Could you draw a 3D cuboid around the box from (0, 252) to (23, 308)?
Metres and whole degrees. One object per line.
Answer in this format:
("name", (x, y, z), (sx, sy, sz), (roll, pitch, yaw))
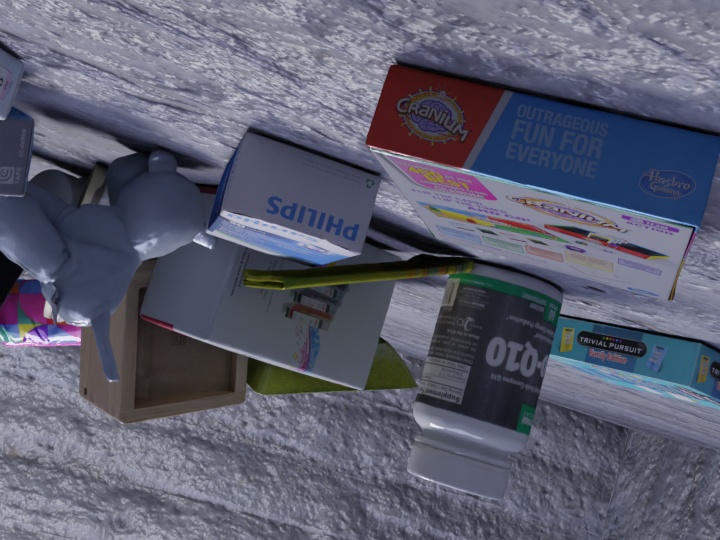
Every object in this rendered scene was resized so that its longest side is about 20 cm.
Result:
("box", (-0.485, -0.033, 1.164), (0.199, 0.107, 0.122), (36, 166, -32))

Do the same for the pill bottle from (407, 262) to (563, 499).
("pill bottle", (0.114, 0.103, 0.992), (0.112, 0.203, 0.113), (15, 174, 2))

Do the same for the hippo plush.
("hippo plush", (-0.222, -0.046, 0.909), (0.160, 0.160, 0.200), (54, 171, -31))

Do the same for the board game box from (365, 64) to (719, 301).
("board game box", (0.098, -0.037, 0.546), (0.151, 0.041, 0.200), (16, 174, 15))

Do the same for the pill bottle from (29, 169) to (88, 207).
("pill bottle", (-0.316, -0.045, 1.287), (0.113, 0.116, 0.199), (13, 172, 33))

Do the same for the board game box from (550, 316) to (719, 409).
("board game box", (0.317, 0.103, 1.149), (0.150, 0.048, 0.199), (23, 172, -40))

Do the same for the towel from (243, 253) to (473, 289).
("towel", (0.000, 0.000, 0.940), (0.198, 0.018, 0.086), (-5, -177, -32))

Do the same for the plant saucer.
("plant saucer", (-0.057, 0.091, 1.266), (0.197, 0.049, 0.200), (0, -167, -23))

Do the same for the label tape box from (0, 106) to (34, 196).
("label tape box", (-0.359, -0.105, 0.764), (0.198, 0.067, 0.143), (-2, -160, -40))

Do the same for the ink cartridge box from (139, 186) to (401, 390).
("ink cartridge box", (-0.087, 0.018, 1.061), (0.199, 0.147, 0.144), (23, 171, -38))

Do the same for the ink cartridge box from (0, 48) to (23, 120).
("ink cartridge box", (-0.326, -0.157, 0.644), (0.160, 0.058, 0.200), (16, 179, 12))

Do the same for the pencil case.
("pencil case", (-0.338, 0.053, 1.260), (0.197, 0.090, 0.088), (3, 174, -2))

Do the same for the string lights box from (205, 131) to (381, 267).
("string lights box", (-0.058, -0.047, 0.810), (0.101, 0.060, 0.200), (18, 174, -11))

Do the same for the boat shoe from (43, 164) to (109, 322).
("boat shoe", (-0.294, -0.018, 1.161), (0.068, 0.201, 0.075), (20, -148, -18))

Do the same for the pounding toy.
("pounding toy", (-0.208, 0.073, 1.170), (0.198, 0.187, 0.141), (-5, -165, -41))
